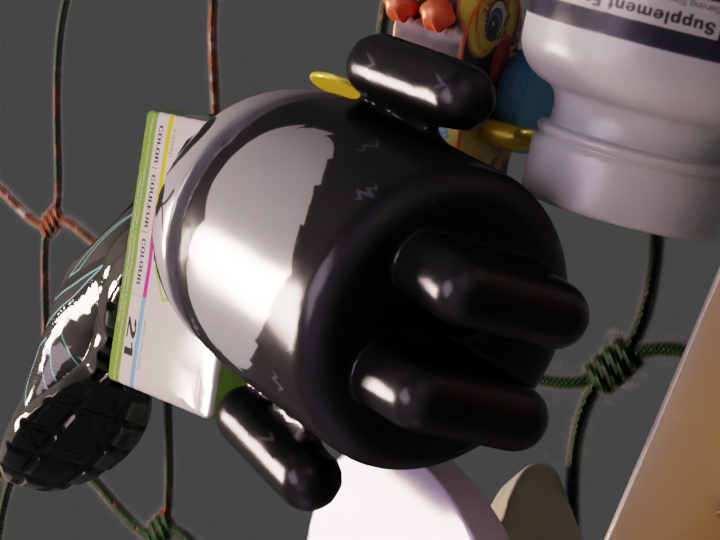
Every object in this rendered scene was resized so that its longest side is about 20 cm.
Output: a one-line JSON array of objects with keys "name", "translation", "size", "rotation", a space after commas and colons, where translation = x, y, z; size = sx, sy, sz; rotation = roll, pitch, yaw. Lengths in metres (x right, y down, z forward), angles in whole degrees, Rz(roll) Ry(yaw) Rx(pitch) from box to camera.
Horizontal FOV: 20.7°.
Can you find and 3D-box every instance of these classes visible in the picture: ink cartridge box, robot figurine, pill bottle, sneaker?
[{"name": "ink cartridge box", "translation": [-0.036, 0.004, 0.979], "size": [0.200, 0.076, 0.148], "rotation": [15, 98, 54]}, {"name": "robot figurine", "translation": [-0.002, 0.001, 0.769], "size": [0.200, 0.150, 0.125], "rotation": [33, 156, 52]}, {"name": "pill bottle", "translation": [0.125, -0.118, 0.754], "size": [0.111, 0.111, 0.201], "rotation": [27, 108, 51]}, {"name": "sneaker", "translation": [-0.149, 0.045, 1.140], "size": [0.200, 0.075, 0.079], "rotation": [-53, 35, 24]}]

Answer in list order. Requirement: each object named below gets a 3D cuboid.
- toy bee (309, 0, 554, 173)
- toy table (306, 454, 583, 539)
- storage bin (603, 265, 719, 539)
[{"name": "toy bee", "translation": [0.034, -0.088, 0.856], "size": [0.131, 0.109, 0.201], "rotation": [-6, 90, 29]}, {"name": "toy table", "translation": [0.062, 0.165, 0.795], "size": [0.184, 0.117, 0.201], "rotation": [-33, 60, 46]}, {"name": "storage bin", "translation": [0.149, 0.072, 0.611], "size": [0.199, 0.093, 0.201], "rotation": [-71, 4, -84]}]
